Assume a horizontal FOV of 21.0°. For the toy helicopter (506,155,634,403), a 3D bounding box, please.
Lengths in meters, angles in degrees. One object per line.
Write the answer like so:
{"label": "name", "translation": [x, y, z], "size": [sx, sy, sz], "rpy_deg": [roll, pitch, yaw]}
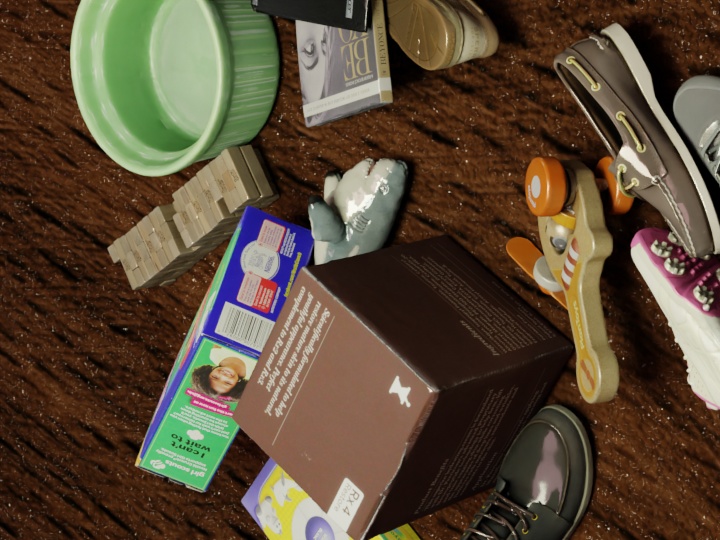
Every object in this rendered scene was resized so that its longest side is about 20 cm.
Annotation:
{"label": "toy helicopter", "translation": [0.171, 0.011, 1.559], "size": [0.132, 0.078, 0.202], "rpy_deg": [132, 133, -63]}

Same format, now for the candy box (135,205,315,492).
{"label": "candy box", "translation": [-0.120, 0.072, 1.743], "size": [0.076, 0.170, 0.201], "rpy_deg": [22, 134, -6]}

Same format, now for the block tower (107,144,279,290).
{"label": "block tower", "translation": [-0.158, -0.047, 1.855], "size": [0.199, 0.054, 0.058], "rpy_deg": [-34, 76, 40]}

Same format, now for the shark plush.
{"label": "shark plush", "translation": [0.000, 0.000, 1.724], "size": [0.082, 0.091, 0.202], "rpy_deg": [3, 97, 9]}

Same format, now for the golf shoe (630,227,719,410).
{"label": "golf shoe", "translation": [0.269, 0.055, 1.498], "size": [0.200, 0.075, 0.092], "rpy_deg": [51, 132, 24]}

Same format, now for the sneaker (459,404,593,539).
{"label": "sneaker", "translation": [0.126, 0.212, 1.627], "size": [0.074, 0.106, 0.202], "rpy_deg": [30, 117, 32]}

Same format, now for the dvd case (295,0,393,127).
{"label": "dvd case", "translation": [-0.021, -0.233, 1.678], "size": [0.148, 0.016, 0.202], "rpy_deg": [-8, 88, 63]}

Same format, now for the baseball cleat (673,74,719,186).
{"label": "baseball cleat", "translation": [0.289, -0.071, 1.431], "size": [0.200, 0.106, 0.070], "rpy_deg": [46, 129, 27]}

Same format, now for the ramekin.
{"label": "ramekin", "translation": [-0.168, -0.193, 1.805], "size": [0.199, 0.097, 0.202], "rpy_deg": [9, 105, 39]}

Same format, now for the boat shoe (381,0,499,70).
{"label": "boat shoe", "translation": [0.046, -0.229, 1.639], "size": [0.200, 0.064, 0.072], "rpy_deg": [52, 139, 42]}

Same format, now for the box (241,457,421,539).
{"label": "box", "translation": [-0.017, 0.248, 1.798], "size": [0.200, 0.048, 0.118], "rpy_deg": [48, 126, 21]}

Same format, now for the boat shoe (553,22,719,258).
{"label": "boat shoe", "translation": [0.216, -0.093, 1.501], "size": [0.059, 0.072, 0.201], "rpy_deg": [-24, 76, -4]}

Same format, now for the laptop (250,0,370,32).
{"label": "laptop", "translation": [-0.039, -0.311, 1.674], "size": [0.102, 0.200, 0.179], "rpy_deg": [5, 105, -3]}

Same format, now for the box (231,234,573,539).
{"label": "box", "translation": [0.036, 0.093, 1.619], "size": [0.164, 0.199, 0.167], "rpy_deg": [42, 122, 26]}
